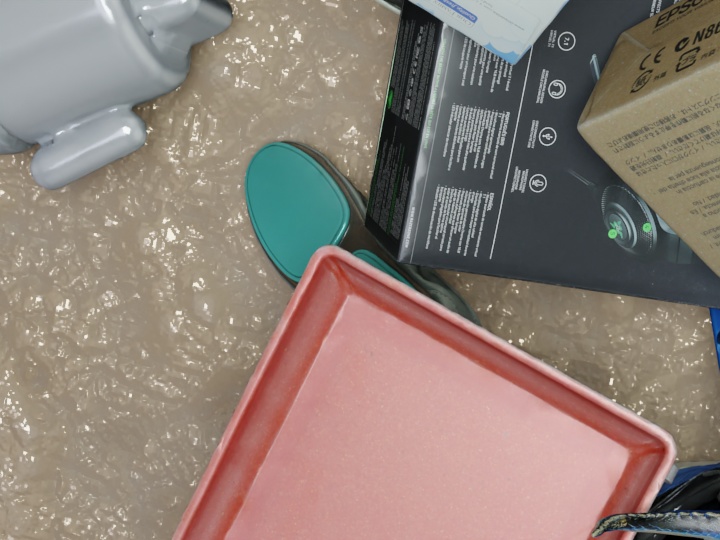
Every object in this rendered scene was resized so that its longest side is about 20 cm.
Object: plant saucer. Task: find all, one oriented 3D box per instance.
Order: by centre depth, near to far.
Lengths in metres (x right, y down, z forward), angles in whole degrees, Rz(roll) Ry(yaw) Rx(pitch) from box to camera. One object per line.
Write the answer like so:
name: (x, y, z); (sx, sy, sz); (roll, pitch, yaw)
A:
plant saucer: (0.024, 0.121, 0.773); (0.199, 0.037, 0.201); (29, 97, 15)

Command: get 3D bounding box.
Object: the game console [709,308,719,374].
game console: (0.285, 0.044, 0.800); (0.169, 0.119, 0.202); (8, 58, -15)

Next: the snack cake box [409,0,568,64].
snack cake box: (0.071, -0.210, 0.713); (0.114, 0.067, 0.201); (30, 65, -5)

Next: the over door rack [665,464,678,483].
over door rack: (0.050, 0.126, 0.848); (0.199, 0.067, 0.149); (24, 82, 32)

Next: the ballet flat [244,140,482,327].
ballet flat: (0.000, 0.000, 0.883); (0.068, 0.064, 0.200); (-51, 49, 10)

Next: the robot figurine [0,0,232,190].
robot figurine: (-0.174, -0.135, 0.890); (0.198, 0.113, 0.171); (-18, 80, 15)

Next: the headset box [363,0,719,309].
headset box: (0.118, -0.083, 0.810); (0.198, 0.093, 0.176); (7, 102, -13)

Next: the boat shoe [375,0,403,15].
boat shoe: (0.035, -0.166, 0.861); (0.199, 0.064, 0.071); (33, 105, 6)

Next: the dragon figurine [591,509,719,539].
dragon figurine: (0.205, 0.121, 0.699); (0.199, 0.059, 0.100); (28, 132, -14)

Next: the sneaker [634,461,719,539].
sneaker: (0.238, 0.126, 0.838); (0.198, 0.111, 0.078); (-13, 96, 15)

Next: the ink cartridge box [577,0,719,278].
ink cartridge box: (0.222, -0.064, 0.686); (0.165, 0.075, 0.199); (42, 144, -20)
